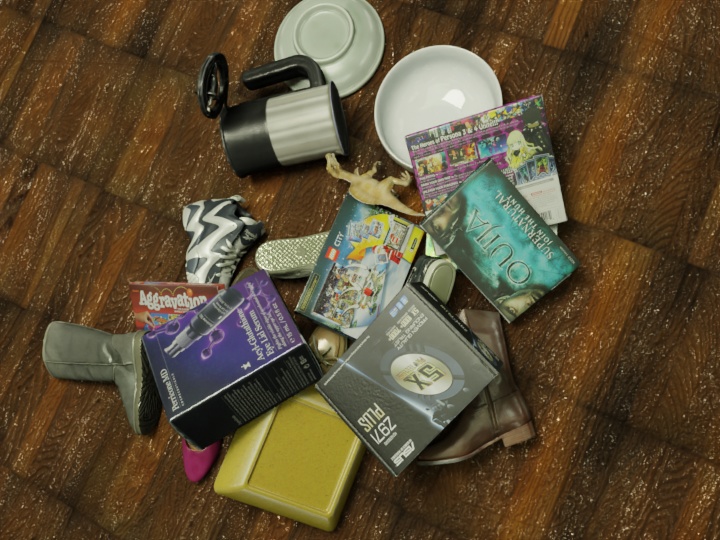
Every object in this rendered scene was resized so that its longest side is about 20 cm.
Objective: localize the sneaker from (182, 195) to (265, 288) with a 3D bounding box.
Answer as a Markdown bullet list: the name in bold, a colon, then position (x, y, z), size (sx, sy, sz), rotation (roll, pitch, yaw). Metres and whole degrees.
- **sneaker**: position (-0.210, -0.031, 0.965), size (0.128, 0.079, 0.202), rotation (-17, 68, 17)

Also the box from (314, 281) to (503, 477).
- **box**: position (0.065, 0.143, 0.809), size (0.164, 0.086, 0.200), rotation (45, 103, 13)

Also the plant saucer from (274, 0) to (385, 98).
- **plant saucer**: position (-0.058, -0.392, 1.011), size (0.197, 0.050, 0.203), rotation (-2, 81, 11)

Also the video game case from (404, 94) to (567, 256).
- **video game case**: position (0.180, -0.133, 0.857), size (0.197, 0.036, 0.184), rotation (-16, 104, 9)

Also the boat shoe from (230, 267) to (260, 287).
- **boat shoe**: position (-0.174, 0.099, 0.946), size (0.071, 0.068, 0.203), rotation (4, 83, 30)

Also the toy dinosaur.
- **toy dinosaur**: position (0.032, -0.119, 0.914), size (0.199, 0.101, 0.059), rotation (33, 129, 24)

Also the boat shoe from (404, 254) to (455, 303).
- **boat shoe**: position (0.078, 0.069, 0.898), size (0.066, 0.074, 0.202), rotation (36, 117, 50)

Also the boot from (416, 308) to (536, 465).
- **boot**: position (0.142, 0.167, 0.873), size (0.184, 0.064, 0.203), rotation (-17, 79, -1)

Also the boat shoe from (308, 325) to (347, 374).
- **boat shoe**: position (-0.075, 0.173, 0.914), size (0.072, 0.063, 0.203), rotation (18, 85, 14)

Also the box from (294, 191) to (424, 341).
- **box**: position (0.000, 0.000, 0.908), size (0.135, 0.038, 0.202), rotation (24, 77, -3)

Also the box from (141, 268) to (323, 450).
- **box**: position (-0.175, 0.120, 0.815), size (0.198, 0.105, 0.148), rotation (-30, 54, -9)

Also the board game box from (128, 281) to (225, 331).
- **board game box**: position (-0.288, 0.071, 0.946), size (0.198, 0.019, 0.105), rotation (0, 102, 30)

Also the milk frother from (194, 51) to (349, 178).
- **milk frother**: position (-0.132, -0.248, 0.916), size (0.185, 0.200, 0.183), rotation (-11, 98, 9)

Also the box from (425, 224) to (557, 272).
- **box**: position (0.200, -0.068, 0.914), size (0.197, 0.036, 0.147), rotation (2, 82, 13)

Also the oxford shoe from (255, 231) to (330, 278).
- **oxford shoe**: position (-0.068, -0.020, 0.952), size (0.197, 0.058, 0.076), rotation (-2, 74, -4)

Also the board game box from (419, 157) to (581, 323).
- **board game box**: position (0.198, -0.039, 0.849), size (0.135, 0.028, 0.200), rotation (-42, 99, 14)

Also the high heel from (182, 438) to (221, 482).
- **high heel**: position (-0.258, 0.229, 0.924), size (0.066, 0.096, 0.203), rotation (3, 81, 11)

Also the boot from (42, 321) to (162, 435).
- **boot**: position (-0.430, 0.175, 0.980), size (0.197, 0.073, 0.185), rotation (-2, 87, 12)

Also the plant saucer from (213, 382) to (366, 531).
- **plant saucer**: position (-0.083, 0.261, 0.861), size (0.198, 0.048, 0.202), rotation (25, 82, -15)

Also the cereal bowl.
- **cereal bowl**: position (0.123, -0.239, 0.932), size (0.197, 0.083, 0.203), rotation (-2, 81, 11)
